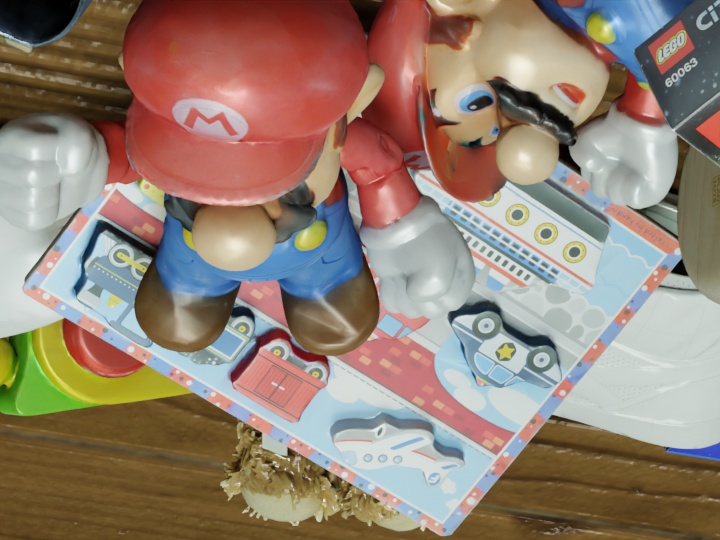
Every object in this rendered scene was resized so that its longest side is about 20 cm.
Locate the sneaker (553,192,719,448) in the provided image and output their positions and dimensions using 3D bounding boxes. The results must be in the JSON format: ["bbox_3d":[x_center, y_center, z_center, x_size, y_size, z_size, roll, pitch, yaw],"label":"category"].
[{"bbox_3d":[0.063,0.001,1.038,0.200,0.074,0.116,9,138,5],"label":"sneaker"}]

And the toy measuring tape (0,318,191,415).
[{"bbox_3d":[-0.079,0.018,1.106,0.200,0.074,0.074,-7,160,-25],"label":"toy measuring tape"}]

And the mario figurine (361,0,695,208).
[{"bbox_3d":[0.088,-0.069,0.824,0.200,0.106,0.123,-22,110,30],"label":"mario figurine"}]

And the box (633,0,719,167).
[{"bbox_3d":[0.200,-0.085,0.765,0.200,0.038,0.137,-39,137,21],"label":"box"}]

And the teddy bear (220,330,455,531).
[{"bbox_3d":[-0.021,0.023,1.016,0.145,0.067,0.200,-12,118,37],"label":"teddy bear"}]

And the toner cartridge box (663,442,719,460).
[{"bbox_3d":[0.205,0.030,1.084,0.095,0.043,0.200,11,153,-10],"label":"toner cartridge box"}]

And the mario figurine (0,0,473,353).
[{"bbox_3d":[-0.039,-0.014,0.807,0.123,0.106,0.200,-33,160,-12],"label":"mario figurine"}]

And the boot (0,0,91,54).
[{"bbox_3d":[-0.061,-0.139,0.714,0.075,0.097,0.200,20,151,-10],"label":"boot"}]

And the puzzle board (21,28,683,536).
[{"bbox_3d":[0.000,0.000,0.945,0.200,0.017,0.151,32,108,-22],"label":"puzzle board"}]

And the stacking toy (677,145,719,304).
[{"bbox_3d":[0.223,-0.015,0.954,0.200,0.085,0.085,9,154,-18],"label":"stacking toy"}]

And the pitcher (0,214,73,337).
[{"bbox_3d":[-0.219,-0.016,0.980,0.200,0.121,0.172,10,151,-34],"label":"pitcher"}]
